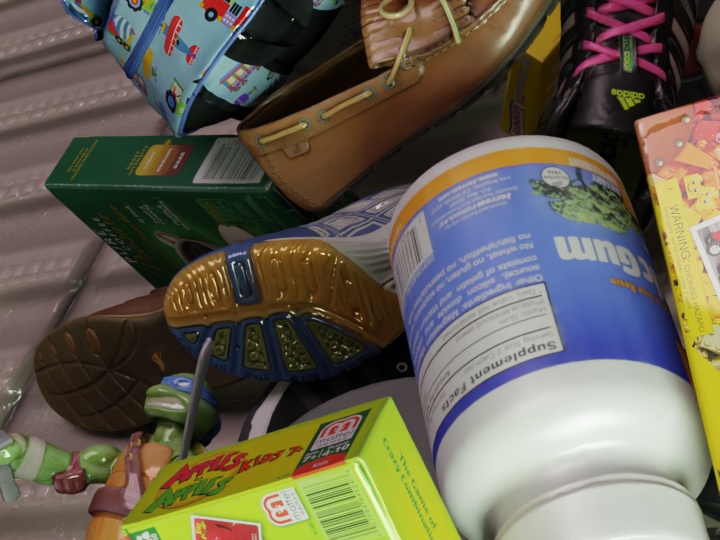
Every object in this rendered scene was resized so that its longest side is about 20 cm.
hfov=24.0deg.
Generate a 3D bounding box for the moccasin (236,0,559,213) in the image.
[{"bbox_3d":[0.021,-0.114,0.842,0.201,0.078,0.074,-35,23,30],"label":"moccasin"}]

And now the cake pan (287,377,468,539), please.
[{"bbox_3d":[0.023,0.126,0.745,0.200,0.037,0.200,-7,49,8],"label":"cake pan"}]

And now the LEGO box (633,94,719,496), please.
[{"bbox_3d":[0.202,0.025,0.640,0.149,0.077,0.200,-16,71,16],"label":"LEGO box"}]

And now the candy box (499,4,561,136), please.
[{"bbox_3d":[0.153,-0.170,0.990,0.026,0.102,0.200,36,73,16],"label":"candy box"}]

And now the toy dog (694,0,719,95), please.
[{"bbox_3d":[0.251,-0.115,0.805,0.194,0.140,0.200,-41,33,-25],"label":"toy dog"}]

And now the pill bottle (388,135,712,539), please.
[{"bbox_3d":[0.080,0.049,0.697,0.112,0.112,0.200,-26,47,15],"label":"pill bottle"}]

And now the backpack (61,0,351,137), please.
[{"bbox_3d":[-0.073,-0.164,0.916,0.183,0.134,0.200,-50,2,13],"label":"backpack"}]

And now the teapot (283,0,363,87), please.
[{"bbox_3d":[0.029,-0.183,1.076,0.200,0.146,0.198,30,97,32],"label":"teapot"}]

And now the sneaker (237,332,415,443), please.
[{"bbox_3d":[0.002,0.068,0.858,0.083,0.072,0.200,-8,43,33],"label":"sneaker"}]

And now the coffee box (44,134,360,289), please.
[{"bbox_3d":[-0.081,-0.031,1.000,0.200,0.123,0.044,2,58,44],"label":"coffee box"}]

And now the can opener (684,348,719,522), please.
[{"bbox_3d":[0.136,0.056,0.764,0.200,0.063,0.079,17,61,49],"label":"can opener"}]

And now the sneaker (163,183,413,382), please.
[{"bbox_3d":[0.000,0.000,0.859,0.200,0.075,0.088,-10,22,-2],"label":"sneaker"}]

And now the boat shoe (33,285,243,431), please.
[{"bbox_3d":[-0.110,0.045,0.998,0.200,0.072,0.068,-18,4,37],"label":"boat shoe"}]

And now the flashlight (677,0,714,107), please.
[{"bbox_3d":[0.153,-0.174,0.898,0.068,0.200,0.068,-30,34,7],"label":"flashlight"}]

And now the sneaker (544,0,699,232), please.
[{"bbox_3d":[0.129,-0.097,0.831,0.074,0.200,0.087,6,16,1],"label":"sneaker"}]

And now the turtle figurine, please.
[{"bbox_3d":[-0.142,0.128,0.825,0.144,0.200,0.194,12,76,9],"label":"turtle figurine"}]

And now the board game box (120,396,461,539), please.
[{"bbox_3d":[0.004,0.155,0.639,0.101,0.200,0.048,-19,17,24],"label":"board game box"}]
